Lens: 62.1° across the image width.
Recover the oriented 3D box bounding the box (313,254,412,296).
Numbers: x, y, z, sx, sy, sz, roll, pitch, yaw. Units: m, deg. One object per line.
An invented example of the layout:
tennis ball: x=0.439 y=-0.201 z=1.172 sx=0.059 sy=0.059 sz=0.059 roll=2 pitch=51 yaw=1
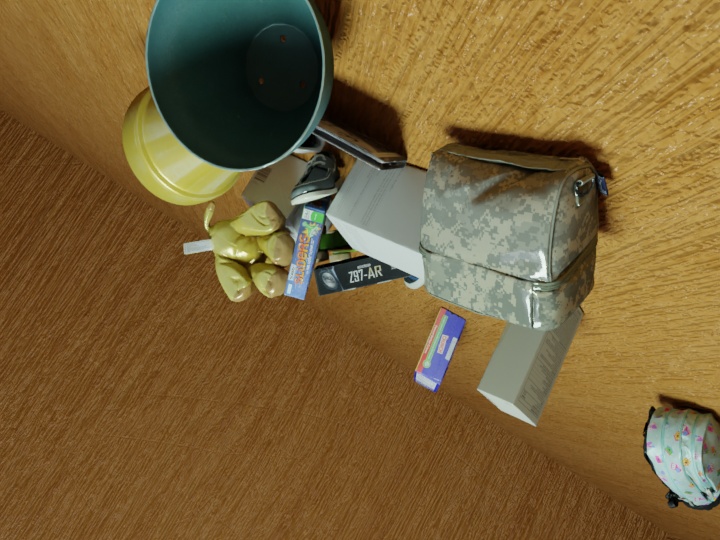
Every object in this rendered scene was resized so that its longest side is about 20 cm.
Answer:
box: x=0.000 y=0.000 z=1.041 sx=0.155 sy=0.045 sz=0.200 roll=-13 pitch=-177 yaw=-2

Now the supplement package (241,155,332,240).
supplement package: x=-0.131 y=-0.126 z=1.166 sx=0.108 sy=0.116 sz=0.201 roll=26 pitch=166 yaw=18

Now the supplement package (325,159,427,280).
supplement package: x=0.070 y=-0.072 z=0.875 sx=0.197 sy=0.119 sz=0.118 roll=25 pitch=167 yaw=31

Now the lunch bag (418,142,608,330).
lunch bag: x=0.166 y=-0.051 z=0.673 sx=0.197 sy=0.138 sz=0.172 roll=21 pitch=134 yaw=42

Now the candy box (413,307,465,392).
candy box: x=0.200 y=0.208 z=1.526 sx=0.075 sy=0.172 sz=0.201 roll=23 pitch=166 yaw=10

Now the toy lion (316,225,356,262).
toy lion: x=-0.001 y=-0.056 z=1.133 sx=0.186 sy=0.071 sz=0.199 roll=-5 pitch=178 yaw=18

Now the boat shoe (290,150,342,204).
boat shoe: x=-0.069 y=-0.144 z=0.904 sx=0.071 sy=0.064 sz=0.200 roll=-12 pitch=-166 yaw=10

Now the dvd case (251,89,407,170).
dvd case: x=-0.038 y=-0.185 z=0.785 sx=0.197 sy=0.016 sz=0.149 roll=31 pitch=-163 yaw=9

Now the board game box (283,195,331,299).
board game box: x=-0.082 y=-0.050 z=0.970 sx=0.033 sy=0.139 sz=0.200 roll=13 pitch=-167 yaw=-3

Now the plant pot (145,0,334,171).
plant pot: x=-0.109 y=-0.219 z=0.645 sx=0.197 sy=0.204 sz=0.135 roll=29 pitch=-158 yaw=7

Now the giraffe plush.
giraffe plush: x=-0.191 y=-0.037 z=1.075 sx=0.194 sy=0.178 sz=0.162 roll=10 pitch=-176 yaw=14

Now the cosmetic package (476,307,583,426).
cosmetic package: x=0.273 y=0.127 z=0.950 sx=0.072 sy=0.203 sz=0.103 roll=17 pitch=162 yaw=45

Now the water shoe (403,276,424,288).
water shoe: x=0.111 y=-0.025 z=1.098 sx=0.079 sy=0.072 sz=0.200 roll=40 pitch=161 yaw=-3

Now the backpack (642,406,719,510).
backpack: x=0.603 y=0.330 z=1.100 sx=0.125 sy=0.170 sz=0.199 roll=-13 pitch=136 yaw=44

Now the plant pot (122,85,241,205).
plant pot: x=-0.247 y=-0.218 z=0.944 sx=0.186 sy=0.205 sz=0.200 roll=-5 pitch=144 yaw=48

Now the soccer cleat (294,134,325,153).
soccer cleat: x=-0.136 y=-0.216 z=0.850 sx=0.197 sy=0.070 sz=0.085 roll=19 pitch=-171 yaw=-38
